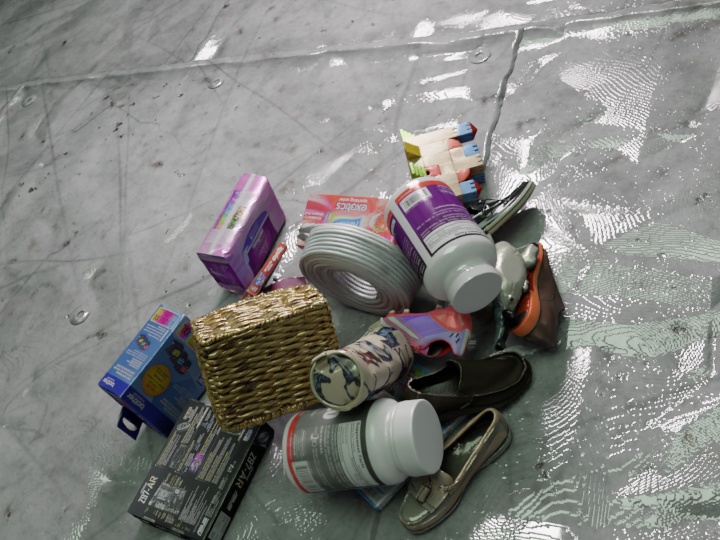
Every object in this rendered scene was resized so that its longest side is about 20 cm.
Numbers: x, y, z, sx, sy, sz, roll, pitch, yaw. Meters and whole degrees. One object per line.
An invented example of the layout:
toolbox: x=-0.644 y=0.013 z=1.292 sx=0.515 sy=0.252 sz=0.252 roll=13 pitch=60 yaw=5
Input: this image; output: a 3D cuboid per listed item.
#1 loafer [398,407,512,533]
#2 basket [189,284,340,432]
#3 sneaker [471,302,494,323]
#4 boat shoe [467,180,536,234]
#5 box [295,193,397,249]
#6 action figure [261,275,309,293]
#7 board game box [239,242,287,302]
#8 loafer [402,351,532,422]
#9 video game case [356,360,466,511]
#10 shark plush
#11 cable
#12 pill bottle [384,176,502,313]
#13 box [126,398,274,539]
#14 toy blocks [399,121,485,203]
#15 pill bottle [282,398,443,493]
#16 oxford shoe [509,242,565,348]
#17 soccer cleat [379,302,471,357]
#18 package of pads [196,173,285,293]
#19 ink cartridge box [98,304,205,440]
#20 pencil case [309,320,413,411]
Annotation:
loafer: x=0.120 y=0.262 z=1.038 sx=0.200 sy=0.063 sz=0.072 roll=-43 pitch=48 yaw=-11
basket: x=-0.137 y=0.122 z=1.127 sx=0.199 sy=0.150 sz=0.143 roll=-18 pitch=17 yaw=-16
sneaker: x=0.156 y=-0.019 z=1.197 sx=0.200 sy=0.067 sz=0.090 roll=50 pitch=114 yaw=24
boat shoe: x=0.206 y=-0.089 z=1.272 sx=0.200 sy=0.075 sz=0.062 roll=-40 pitch=81 yaw=-3
box: x=0.001 y=-0.065 z=1.324 sx=0.199 sy=0.095 sz=0.103 roll=8 pitch=79 yaw=34
action figure: x=-0.100 y=0.107 z=1.271 sx=0.148 sy=0.135 sz=0.200 roll=-19 pitch=39 yaw=-27
board game box: x=-0.178 y=0.033 z=1.307 sx=0.103 sy=0.019 sz=0.200 roll=-56 pitch=5 yaw=26
loafer: x=0.151 y=0.159 z=1.081 sx=0.199 sy=0.072 sz=0.073 roll=-20 pitch=41 yaw=-12
video game case: x=0.049 y=0.233 z=1.131 sx=0.200 sy=0.018 sz=0.143 roll=-45 pitch=47 yaw=-12
shark plush: x=0.218 y=0.032 z=1.130 sx=0.090 sy=0.084 sz=0.201 roll=5 pitch=51 yaw=-11
cable: x=0.000 y=0.000 z=1.220 sx=0.199 sy=0.200 sz=0.070 roll=-7 pitch=51 yaw=53
pill bottle: x=0.120 y=-0.036 z=1.102 sx=0.112 sy=0.113 sz=0.200 roll=-30 pitch=51 yaw=1
box: x=-0.246 y=0.310 z=1.196 sx=0.159 sy=0.044 sz=0.201 roll=7 pitch=57 yaw=31
toy blocks: x=0.158 y=-0.178 z=1.371 sx=0.136 sy=0.100 sz=0.201 roll=-14 pitch=59 yaw=4
pill bottle: x=0.004 y=0.235 z=1.043 sx=0.199 sy=0.114 sz=0.114 roll=-15 pitch=47 yaw=28
oxford shoe: x=0.267 y=0.038 z=1.161 sx=0.071 sy=0.072 sz=0.201 roll=-46 pitch=17 yaw=42
soccer cleat: x=0.087 y=0.099 z=1.154 sx=0.199 sy=0.066 sz=0.077 roll=-16 pitch=57 yaw=49
package of pads: x=-0.217 y=-0.069 z=1.440 sx=0.075 sy=0.121 sz=0.201 roll=8 pitch=57 yaw=25
ink cartridge box: x=-0.336 y=0.181 z=1.283 sx=0.076 sy=0.137 sz=0.200 roll=17 pitch=62 yaw=41
pencil case: x=0.003 y=0.130 z=1.065 sx=0.078 sy=0.200 sz=0.090 roll=-45 pitch=78 yaw=21
